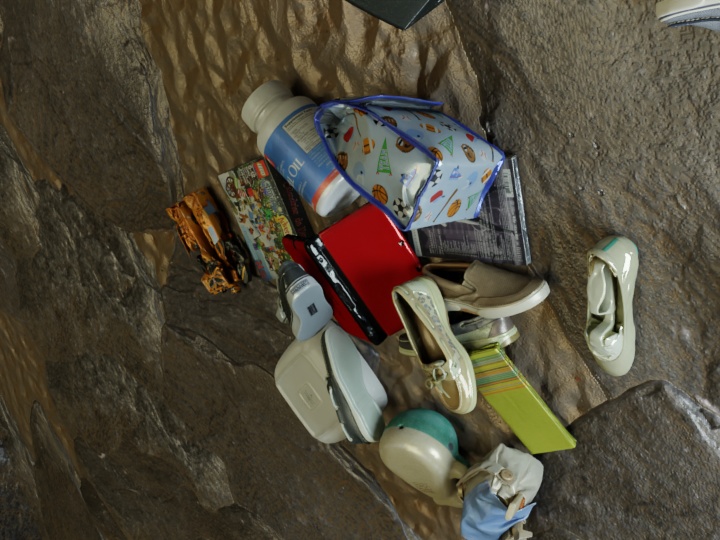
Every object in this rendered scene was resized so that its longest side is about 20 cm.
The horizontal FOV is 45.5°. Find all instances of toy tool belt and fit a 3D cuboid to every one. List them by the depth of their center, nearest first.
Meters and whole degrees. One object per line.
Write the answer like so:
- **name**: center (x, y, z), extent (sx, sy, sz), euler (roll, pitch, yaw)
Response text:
- **toy tool belt**: center (0.196, 0.363, 1.282), extent (0.124, 0.123, 0.201), euler (21, 130, 1)

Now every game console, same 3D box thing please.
- **game console**: center (0.000, 0.000, 1.309), extent (0.201, 0.118, 0.172), euler (56, 163, -21)

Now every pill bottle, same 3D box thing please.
- **pill bottle**: center (-0.083, -0.185, 1.273), extent (0.200, 0.112, 0.113), euler (46, 137, 15)

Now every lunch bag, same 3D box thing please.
- **lunch bag**: center (0.057, -0.157, 1.098), extent (0.200, 0.169, 0.125), euler (40, 119, 29)

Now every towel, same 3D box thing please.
- **towel**: center (0.219, 0.184, 1.217), extent (0.086, 0.018, 0.200), euler (-21, 115, 48)

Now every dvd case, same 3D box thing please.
- **dvd case**: center (0.138, -0.085, 1.187), extent (0.198, 0.016, 0.150), euler (6, 116, 41)

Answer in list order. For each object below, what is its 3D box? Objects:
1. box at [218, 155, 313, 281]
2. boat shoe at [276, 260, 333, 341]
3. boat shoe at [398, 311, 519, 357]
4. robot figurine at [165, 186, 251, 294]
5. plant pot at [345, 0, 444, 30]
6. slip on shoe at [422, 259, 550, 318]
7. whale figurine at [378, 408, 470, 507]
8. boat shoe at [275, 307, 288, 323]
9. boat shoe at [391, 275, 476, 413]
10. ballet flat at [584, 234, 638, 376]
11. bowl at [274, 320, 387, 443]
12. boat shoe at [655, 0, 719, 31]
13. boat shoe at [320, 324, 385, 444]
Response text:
- **box**: center (-0.152, -0.088, 1.448), extent (0.136, 0.038, 0.202), euler (-13, 103, 47)
- **boat shoe**: center (-0.094, 0.046, 1.317), extent (0.068, 0.073, 0.200), euler (51, 172, 22)
- **boat shoe**: center (0.136, 0.083, 1.250), extent (0.199, 0.071, 0.067), euler (-10, 100, 41)
- **robot figurine**: center (-0.276, -0.043, 1.578), extent (0.144, 0.058, 0.202), euler (-22, 96, 49)
- **plant pot**: center (0.054, -0.398, 0.973), extent (0.178, 0.200, 0.200), euler (47, 138, -3)
- **slip on shoe**: center (0.165, 0.018, 1.179), extent (0.199, 0.076, 0.061), euler (3, 125, 51)
- **whale figurine**: center (0.117, 0.301, 1.385), extent (0.158, 0.104, 0.201), euler (-6, 132, 42)
- **boat shoe**: center (-0.076, 0.043, 1.427), extent (0.062, 0.072, 0.200), euler (47, 136, 2)
- **boat shoe**: center (0.098, 0.109, 1.194), extent (0.073, 0.062, 0.202), euler (-30, 81, 49)
- **ballet flat**: center (0.304, 0.054, 1.069), extent (0.069, 0.069, 0.202), euler (14, 122, 38)
- **bowl**: center (-0.067, 0.204, 1.508), extent (0.201, 0.074, 0.200), euler (53, 137, 9)
- **boat shoe**: center (0.384, -0.231, 0.822), extent (0.199, 0.074, 0.094), euler (3, 107, 42)
- **boat shoe**: center (-0.027, 0.189, 1.391), extent (0.060, 0.075, 0.202), euler (-20, 89, 38)
